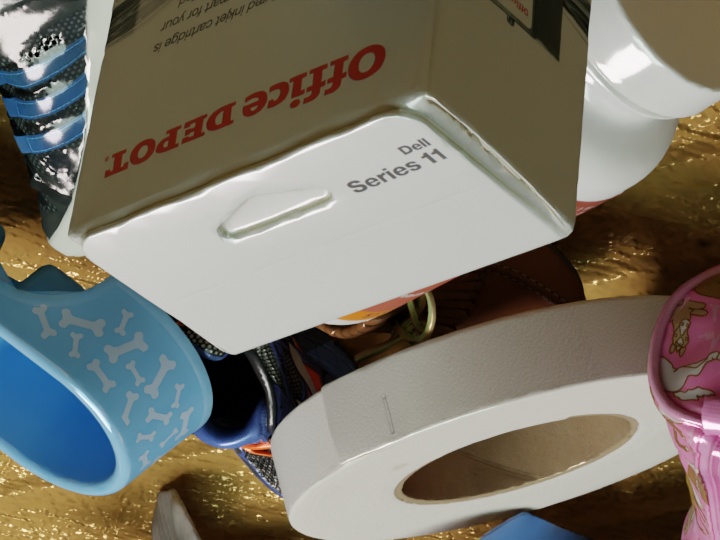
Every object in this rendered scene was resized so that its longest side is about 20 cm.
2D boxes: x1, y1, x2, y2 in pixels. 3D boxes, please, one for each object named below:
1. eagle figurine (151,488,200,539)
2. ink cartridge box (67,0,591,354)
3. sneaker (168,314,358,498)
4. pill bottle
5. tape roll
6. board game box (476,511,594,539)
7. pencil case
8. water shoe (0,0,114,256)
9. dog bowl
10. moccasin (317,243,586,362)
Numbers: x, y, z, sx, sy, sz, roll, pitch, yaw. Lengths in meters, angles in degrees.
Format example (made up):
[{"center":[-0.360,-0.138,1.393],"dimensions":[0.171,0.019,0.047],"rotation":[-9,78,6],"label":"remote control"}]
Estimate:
[{"center":[-0.072,0.217,1.421],"dimensions":[0.200,0.152,0.151],"rotation":[25,136,-31],"label":"eagle figurine"},{"center":[-0.004,-0.089,0.916],"dimensions":[0.146,0.200,0.083],"rotation":[-19,138,34],"label":"ink cartridge box"},{"center":[-0.052,0.051,1.237],"dimensions":[0.075,0.079,0.200],"rotation":[-5,143,20],"label":"sneaker"},{"center":[0.042,-0.063,1.022],"dimensions":[0.112,0.112,0.200],"rotation":[32,139,-31],"label":"pill bottle"},{"center":[0.061,0.065,1.198],"dimensions":[0.202,0.037,0.203],"rotation":[-13,162,-5],"label":"tape roll"},{"center":[0.041,0.174,1.343],"dimensions":[0.039,0.158,0.200],"rotation":[40,-173,29],"label":"board game box"},{"center":[0.159,0.071,1.117],"dimensions":[0.083,0.087,0.200],"rotation":[-19,149,0],"label":"pencil case"},{"center":[-0.117,-0.089,1.062],"dimensions":[0.079,0.072,0.200],"rotation":[12,136,-1],"label":"water shoe"},{"center":[-0.155,0.017,1.167],"dimensions":[0.200,0.050,0.111],"rotation":[38,149,1],"label":"dog bowl"},{"center":[0.001,-0.001,1.147],"dimensions":[0.201,0.078,0.074],"rotation":[21,141,-27],"label":"moccasin"}]
